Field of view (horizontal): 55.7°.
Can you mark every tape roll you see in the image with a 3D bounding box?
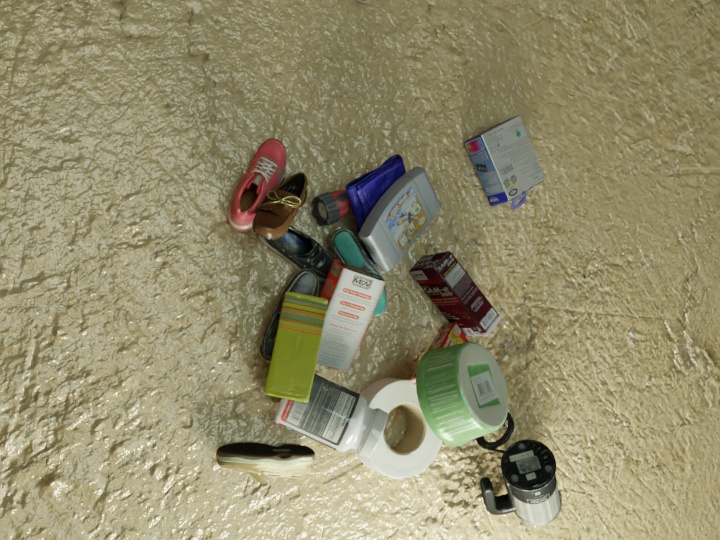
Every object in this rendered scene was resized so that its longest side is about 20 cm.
[{"bbox_3d":[0.076,0.330,1.436,0.201,0.071,0.205,2,85,-28],"label":"tape roll"}]

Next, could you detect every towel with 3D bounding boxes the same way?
[{"bbox_3d":[-0.120,0.141,1.278,0.085,0.018,0.202,12,70,-5],"label":"towel"},{"bbox_3d":[0.055,-0.123,1.425,0.147,0.049,0.201,-34,129,-22],"label":"towel"}]

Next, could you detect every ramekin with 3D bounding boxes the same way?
[{"bbox_3d":[0.209,0.240,1.361,0.199,0.097,0.202,28,51,-39],"label":"ramekin"}]

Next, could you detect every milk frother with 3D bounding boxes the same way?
[{"bbox_3d":[0.358,0.443,1.546,0.189,0.179,0.201,68,24,-45],"label":"milk frother"}]

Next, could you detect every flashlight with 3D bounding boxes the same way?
[{"bbox_3d":[-0.006,-0.152,1.439,0.199,0.068,0.069,-22,120,-32],"label":"flashlight"}]

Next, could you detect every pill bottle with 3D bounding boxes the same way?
[{"bbox_3d":[-0.056,0.278,1.312,0.199,0.116,0.117,25,74,0],"label":"pill bottle"}]

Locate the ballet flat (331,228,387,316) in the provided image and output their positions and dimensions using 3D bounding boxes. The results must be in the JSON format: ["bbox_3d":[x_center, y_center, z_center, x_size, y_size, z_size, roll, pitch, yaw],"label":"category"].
[{"bbox_3d":[0.000,0.000,1.424,0.074,0.074,0.201,-29,103,-26],"label":"ballet flat"}]

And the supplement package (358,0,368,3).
[{"bbox_3d":[-0.038,-0.693,1.437,0.199,0.111,0.157,15,79,-26],"label":"supplement package"}]

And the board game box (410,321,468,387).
[{"bbox_3d":[0.197,0.229,1.474,0.152,0.046,0.200,56,38,-13],"label":"board game box"}]

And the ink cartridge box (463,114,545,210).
[{"bbox_3d":[0.350,-0.246,1.620,0.136,0.076,0.201,-29,98,-25],"label":"ink cartridge box"}]

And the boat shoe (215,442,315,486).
[{"bbox_3d":[-0.183,0.378,1.304,0.198,0.072,0.077,10,97,-25],"label":"boat shoe"}]

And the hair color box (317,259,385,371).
[{"bbox_3d":[-0.038,0.091,1.363,0.101,0.061,0.201,19,101,-25],"label":"hair color box"}]

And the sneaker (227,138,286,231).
[{"bbox_3d":[-0.192,-0.172,1.321,0.073,0.087,0.201,24,74,-8],"label":"sneaker"}]

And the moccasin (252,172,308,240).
[{"bbox_3d":[-0.148,-0.126,1.303,0.073,0.078,0.202,25,38,9],"label":"moccasin"}]

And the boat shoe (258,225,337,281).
[{"bbox_3d":[-0.113,-0.042,1.370,0.199,0.066,0.070,37,71,-20],"label":"boat shoe"}]

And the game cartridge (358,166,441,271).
[{"bbox_3d":[0.083,-0.110,1.404,0.200,0.041,0.133,-51,140,-16],"label":"game cartridge"}]

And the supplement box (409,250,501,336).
[{"bbox_3d":[0.209,0.054,1.506,0.061,0.109,0.200,-45,105,-22],"label":"supplement box"}]

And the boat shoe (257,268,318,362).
[{"bbox_3d":[-0.135,0.089,1.335,0.073,0.065,0.201,26,81,-9],"label":"boat shoe"}]
